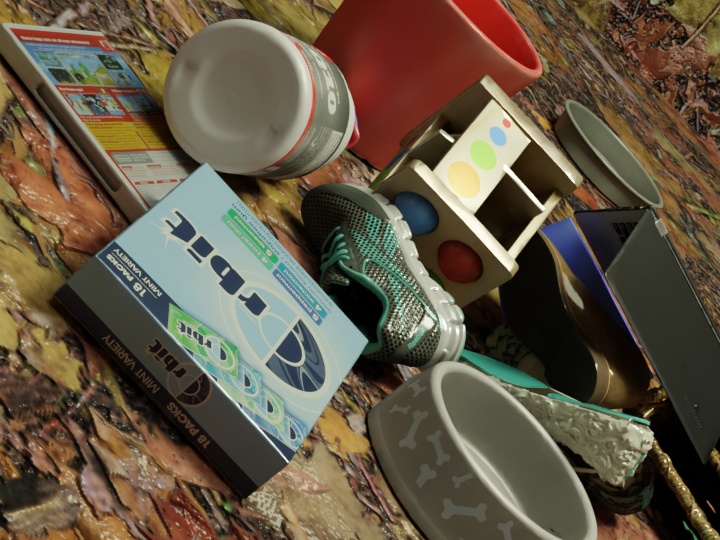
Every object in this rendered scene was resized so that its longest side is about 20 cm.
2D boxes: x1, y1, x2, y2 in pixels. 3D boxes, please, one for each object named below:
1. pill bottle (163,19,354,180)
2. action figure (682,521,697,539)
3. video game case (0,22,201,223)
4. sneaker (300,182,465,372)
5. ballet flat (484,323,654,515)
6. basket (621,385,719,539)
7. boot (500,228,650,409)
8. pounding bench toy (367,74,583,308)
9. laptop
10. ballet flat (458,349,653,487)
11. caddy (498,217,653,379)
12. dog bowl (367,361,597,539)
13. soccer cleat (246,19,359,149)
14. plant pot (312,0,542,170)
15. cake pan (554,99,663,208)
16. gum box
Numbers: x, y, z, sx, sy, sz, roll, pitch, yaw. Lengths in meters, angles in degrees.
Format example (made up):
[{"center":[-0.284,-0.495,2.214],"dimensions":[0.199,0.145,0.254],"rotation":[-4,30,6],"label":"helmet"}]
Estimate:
[{"center":[-0.071,-0.129,1.370],"dimensions":[0.114,0.114,0.200],"rotation":[50,10,7],"label":"pill bottle"},{"center":[0.333,0.314,1.486],"dimensions":[0.200,0.055,0.118],"rotation":[48,17,-7],"label":"action figure"},{"center":[-0.169,-0.097,1.268],"dimensions":[0.200,0.017,0.143],"rotation":[52,20,10],"label":"video game case"},{"center":[0.000,0.000,1.364],"dimensions":[0.091,0.078,0.200],"rotation":[3,38,-44],"label":"sneaker"},{"center":[0.184,0.122,1.500],"dimensions":[0.200,0.074,0.074],"rotation":[48,19,5],"label":"ballet flat"},{"center":[0.362,0.185,1.623],"dimensions":[0.149,0.143,0.200],"rotation":[48,12,-51],"label":"basket"},{"center":[0.180,0.043,1.497],"dimensions":[0.075,0.074,0.200],"rotation":[8,41,-33],"label":"boot"},{"center":[0.057,-0.039,1.500],"dimensions":[0.124,0.200,0.156],"rotation":[46,51,-8],"label":"pounding bench toy"},{"center":[0.241,0.052,1.526],"dimensions":[0.187,0.116,0.200],"rotation":[61,-21,-13],"label":"laptop"},{"center":[0.140,0.120,1.399],"dimensions":[0.200,0.072,0.072],"rotation":[21,-1,40],"label":"ballet flat"},{"center":[0.186,0.049,1.612],"dimensions":[0.200,0.105,0.141],"rotation":[64,7,13],"label":"caddy"},{"center":[0.095,0.151,1.288],"dimensions":[0.200,0.059,0.200],"rotation":[40,20,-18],"label":"dog bowl"},{"center":[-0.066,-0.163,1.550],"dimensions":[0.200,0.068,0.073],"rotation":[21,36,-57],"label":"soccer cleat"},{"center":[0.047,-0.205,1.699],"dimensions":[0.200,0.177,0.200],"rotation":[40,21,-18],"label":"plant pot"},{"center":[0.343,-0.153,2.443],"dimensions":[0.200,0.037,0.200],"rotation":[41,20,-19],"label":"cake pan"},{"center":[-0.088,0.031,1.123],"dimensions":[0.170,0.045,0.200],"rotation":[48,24,-5],"label":"gum box"}]
